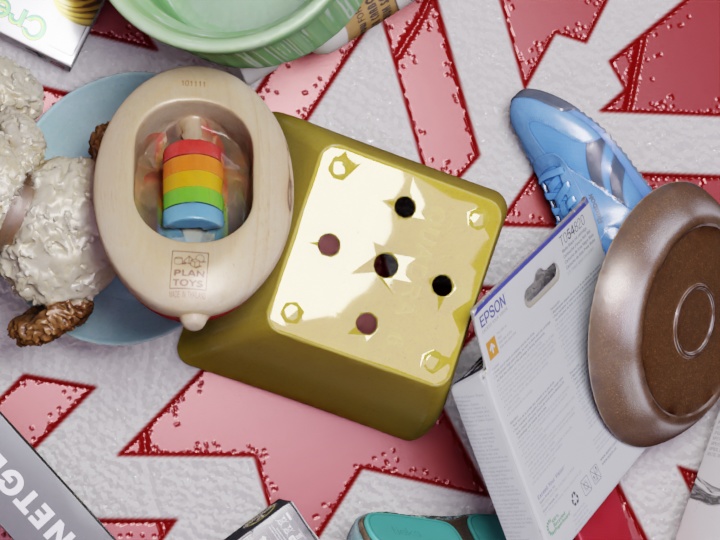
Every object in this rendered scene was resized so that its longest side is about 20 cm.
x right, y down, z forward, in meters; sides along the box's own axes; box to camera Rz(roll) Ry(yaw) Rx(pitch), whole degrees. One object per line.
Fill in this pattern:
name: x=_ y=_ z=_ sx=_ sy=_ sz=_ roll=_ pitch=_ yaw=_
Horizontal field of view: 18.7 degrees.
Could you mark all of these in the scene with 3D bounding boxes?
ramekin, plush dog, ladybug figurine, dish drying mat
ramekin: x=-0.081 y=-0.235 z=1.496 sx=0.199 sy=0.098 sz=0.201 roll=-2 pitch=80 yaw=12
plush dog: x=-0.241 y=-0.044 z=1.516 sx=0.171 sy=0.160 sz=0.201 roll=21 pitch=86 yaw=-2
ladybug figurine: x=-0.114 y=-0.044 z=1.481 sx=0.135 sy=0.072 sz=0.201 roll=4 pitch=59 yaw=-4
dish drying mat: x=0.184 y=0.211 z=1.648 sx=0.077 sy=0.018 sz=0.201 roll=-20 pitch=91 yaw=-55

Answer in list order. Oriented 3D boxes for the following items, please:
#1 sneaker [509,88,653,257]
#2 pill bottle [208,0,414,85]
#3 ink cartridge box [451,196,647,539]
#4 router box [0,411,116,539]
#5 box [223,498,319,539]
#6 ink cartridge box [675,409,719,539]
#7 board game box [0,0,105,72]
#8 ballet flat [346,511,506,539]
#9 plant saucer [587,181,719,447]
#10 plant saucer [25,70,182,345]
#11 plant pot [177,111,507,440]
sneaker: x=0.173 y=-0.048 z=1.649 sx=0.078 sy=0.066 sz=0.200 roll=-44 pitch=98 yaw=-21
pill bottle: x=-0.024 y=-0.224 z=1.597 sx=0.200 sy=0.114 sz=0.115 roll=-33 pitch=94 yaw=-6
ink cartridge box: x=0.137 y=0.076 z=1.573 sx=0.200 sy=0.040 sz=0.201 roll=-40 pitch=117 yaw=-49
router box: x=-0.249 y=0.139 z=1.516 sx=0.052 sy=0.157 sz=0.200 roll=-42 pitch=96 yaw=-10
box: x=-0.062 y=0.294 z=1.600 sx=0.161 sy=0.049 sz=0.200 roll=-36 pitch=95 yaw=-13
ink cartridge box: x=0.324 y=0.205 z=1.649 sx=0.146 sy=0.083 sz=0.201 roll=22 pitch=83 yaw=-22
board game box: x=-0.274 y=-0.246 z=1.591 sx=0.199 sy=0.035 sz=0.127 roll=26 pitch=83 yaw=-9
ballet flat: x=0.071 y=0.218 z=1.620 sx=0.199 sy=0.074 sz=0.075 roll=11 pitch=85 yaw=-27
plant saucer: x=0.236 y=0.035 z=1.616 sx=0.200 sy=0.032 sz=0.201 roll=-14 pitch=109 yaw=-47
plant saucer: x=-0.162 y=-0.042 z=1.575 sx=0.200 sy=0.039 sz=0.202 roll=-4 pitch=78 yaw=18
plant pot: x=0.000 y=0.000 z=1.561 sx=0.199 sy=0.176 sz=0.201 roll=20 pitch=84 yaw=-9
